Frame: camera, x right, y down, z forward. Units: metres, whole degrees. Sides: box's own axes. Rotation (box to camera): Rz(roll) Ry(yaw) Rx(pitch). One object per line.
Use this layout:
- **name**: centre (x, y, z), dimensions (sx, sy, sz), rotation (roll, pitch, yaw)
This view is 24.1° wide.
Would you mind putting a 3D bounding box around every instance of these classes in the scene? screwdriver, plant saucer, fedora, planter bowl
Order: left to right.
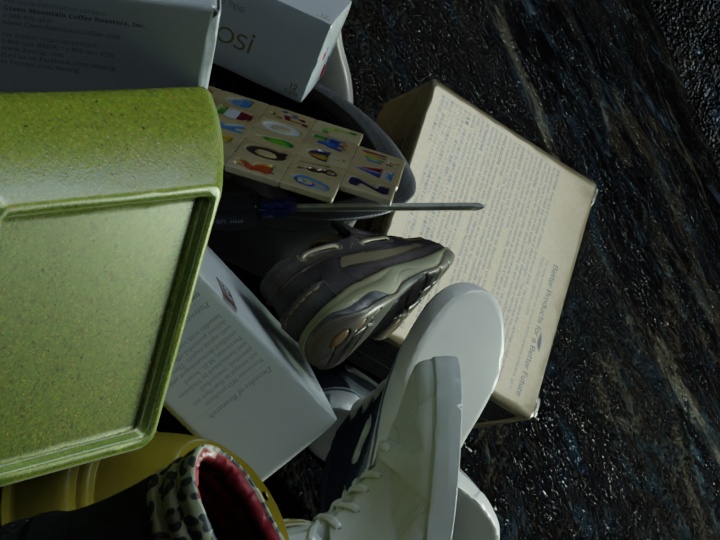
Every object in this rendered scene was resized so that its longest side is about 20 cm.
- **plant saucer**: centre (-0.141, 0.020, 0.762), dimensions (0.048, 0.200, 0.200), rotation (29, 22, 31)
- **planter bowl**: centre (-0.094, 0.152, 0.904), dimensions (0.200, 0.083, 0.201), rotation (48, 26, -33)
- **fedora**: centre (-0.064, -0.058, 1.153), dimensions (0.177, 0.090, 0.200), rotation (-13, 45, -37)
- **screwdriver**: centre (-0.023, -0.043, 1.036), dimensions (0.028, 0.199, 0.029), rotation (-100, -175, -74)

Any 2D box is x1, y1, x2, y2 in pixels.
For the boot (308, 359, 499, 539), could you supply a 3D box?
- **boot**: centre (0.034, 0.129, 1.235), dimensions (0.200, 0.073, 0.090), rotation (47, 27, -28)

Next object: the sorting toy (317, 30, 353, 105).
- **sorting toy**: centre (-0.064, -0.172, 1.273), dimensions (0.107, 0.200, 0.180), rotation (-17, 83, -28)

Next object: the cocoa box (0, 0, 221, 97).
- **cocoa box**: centre (-0.176, -0.131, 0.857), dimensions (0.199, 0.134, 0.131), rotation (6, 42, -9)

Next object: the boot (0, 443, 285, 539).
- **boot**: centre (-0.091, 0.190, 0.764), dimensions (0.204, 0.154, 0.073), rotation (65, 24, 5)

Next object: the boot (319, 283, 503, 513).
- **boot**: centre (0.024, 0.092, 1.090), dimensions (0.073, 0.200, 0.090), rotation (11, 13, -33)

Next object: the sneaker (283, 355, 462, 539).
- **sneaker**: centre (-0.004, 0.142, 0.990), dimensions (0.074, 0.115, 0.201), rotation (93, 6, -82)

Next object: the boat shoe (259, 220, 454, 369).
- **boat shoe**: centre (0.000, 0.000, 1.050), dimensions (0.073, 0.075, 0.200), rotation (44, 19, 8)

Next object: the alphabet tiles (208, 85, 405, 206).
- **alphabet tiles**: centre (-0.071, -0.085, 1.060), dimensions (0.200, 0.006, 0.166), rotation (17, 19, 0)

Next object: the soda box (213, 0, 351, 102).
- **soda box**: centre (-0.112, -0.192, 1.163), dimensions (0.200, 0.064, 0.068), rotation (24, 26, 1)

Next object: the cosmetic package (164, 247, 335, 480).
- **cosmetic package**: centre (-0.107, 0.025, 0.985), dimensions (0.200, 0.074, 0.102), rotation (47, 5, -33)

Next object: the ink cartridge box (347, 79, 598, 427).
- **ink cartridge box**: centre (0.069, -0.009, 1.221), dimensions (0.165, 0.075, 0.200), rotation (31, 62, -25)
